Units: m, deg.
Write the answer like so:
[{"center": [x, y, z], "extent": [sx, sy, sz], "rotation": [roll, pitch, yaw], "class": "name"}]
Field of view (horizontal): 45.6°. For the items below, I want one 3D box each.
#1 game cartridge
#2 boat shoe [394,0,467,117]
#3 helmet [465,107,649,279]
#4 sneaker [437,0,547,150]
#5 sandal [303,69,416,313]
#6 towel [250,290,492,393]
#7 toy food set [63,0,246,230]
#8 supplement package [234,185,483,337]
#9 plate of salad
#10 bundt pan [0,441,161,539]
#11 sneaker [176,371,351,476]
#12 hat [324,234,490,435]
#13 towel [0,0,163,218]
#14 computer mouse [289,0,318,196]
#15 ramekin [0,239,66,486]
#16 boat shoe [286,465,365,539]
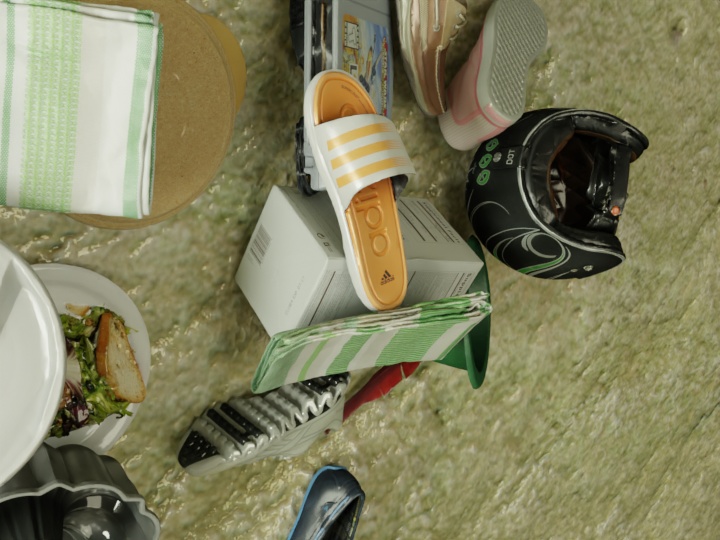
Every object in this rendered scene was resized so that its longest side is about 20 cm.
[{"center": [-0.008, -0.177, 0.780], "extent": [0.133, 0.041, 0.204], "rotation": [-15, 108, -61], "class": "game cartridge"}, {"center": [0.069, -0.246, 0.824], "extent": [0.071, 0.076, 0.203], "rotation": [-8, 120, 7], "class": "boat shoe"}, {"center": [0.213, -0.082, 0.946], "extent": [0.197, 0.191, 0.204], "rotation": [1, 84, -10], "class": "helmet"}, {"center": [0.134, -0.211, 0.918], "extent": [0.075, 0.104, 0.202], "rotation": [32, 54, -17], "class": "sneaker"}, {"center": [0.016, -0.067, 0.710], "extent": [0.079, 0.059, 0.210], "rotation": [-25, 104, -39], "class": "sandal"}, {"center": [0.007, 0.070, 0.774], "extent": [0.197, 0.153, 0.024], "rotation": [-10, 70, -18], "class": "towel"}, {"center": [-0.187, -0.133, 0.683], "extent": [0.197, 0.048, 0.202], "rotation": [24, 91, -43], "class": "toy food set"}, {"center": [0.000, 0.000, 0.830], "extent": [0.198, 0.110, 0.115], "rotation": [1, 128, -41], "class": "supplement package"}, {"center": [-0.261, 0.095, 0.707], "extent": [0.198, 0.048, 0.203], "rotation": [-17, 117, -35], "class": "plate of salad"}, {"center": [-0.269, 0.220, 0.704], "extent": [0.199, 0.076, 0.204], "rotation": [-17, 132, -20], "class": "bundt pan"}, {"center": [-0.091, 0.164, 0.866], "extent": [0.198, 0.075, 0.082], "rotation": [-22, 128, -32], "class": "sneaker"}, {"center": [0.050, 0.057, 0.977], "extent": [0.201, 0.173, 0.168], "rotation": [-65, 147, -57], "class": "hat"}, {"center": [-0.242, -0.116, 0.600], "extent": [0.197, 0.031, 0.152], "rotation": [4, 103, -14], "class": "towel"}, {"center": [-0.048, -0.169, 0.773], "extent": [0.058, 0.034, 0.204], "rotation": [8, 86, -67], "class": "computer mouse"}, {"center": [-0.309, 0.061, 0.589], "extent": [0.199, 0.094, 0.206], "rotation": [0, 91, -25], "class": "ramekin"}, {"center": [-0.048, 0.322, 0.959], "extent": [0.083, 0.068, 0.203], "rotation": [2, 105, -40], "class": "boat shoe"}]
